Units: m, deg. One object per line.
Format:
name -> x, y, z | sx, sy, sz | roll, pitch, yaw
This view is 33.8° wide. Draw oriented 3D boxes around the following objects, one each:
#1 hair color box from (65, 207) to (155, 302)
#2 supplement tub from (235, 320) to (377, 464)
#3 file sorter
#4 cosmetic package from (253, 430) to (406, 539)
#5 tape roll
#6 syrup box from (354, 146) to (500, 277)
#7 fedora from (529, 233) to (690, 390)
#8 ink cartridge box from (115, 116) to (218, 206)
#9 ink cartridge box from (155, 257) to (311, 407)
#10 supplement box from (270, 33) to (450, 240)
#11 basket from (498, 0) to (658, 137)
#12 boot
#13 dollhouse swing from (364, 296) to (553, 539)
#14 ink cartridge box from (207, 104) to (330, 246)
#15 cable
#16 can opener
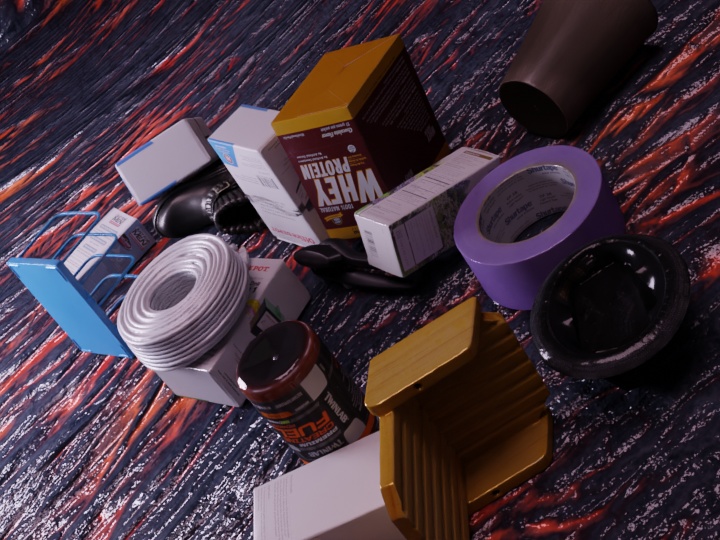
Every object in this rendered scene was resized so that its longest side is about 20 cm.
hair color box -> -0.453, -0.009, 2.021 | 0.200, 0.061, 0.099 | -49, 37, -15
supplement tub -> -0.049, 0.157, 1.354 | 0.106, 0.201, 0.108 | -24, 36, 19
file sorter -> -0.417, 0.019, 1.837 | 0.137, 0.201, 0.123 | 2, 47, 42
cosmetic package -> -0.016, 0.264, 1.305 | 0.198, 0.085, 0.108 | -25, 37, 16
tape roll -> 0.220, -0.055, 1.465 | 0.198, 0.085, 0.202 | -23, 36, 18
syrup box -> 0.098, -0.080, 1.560 | 0.199, 0.080, 0.081 | -33, 31, -25
fedora -> 0.279, 0.057, 1.278 | 0.198, 0.092, 0.202 | -23, 37, 19
ink cartridge box -> -0.322, -0.189, 2.021 | 0.145, 0.085, 0.200 | -33, 7, 4
ink cartridge box -> -0.183, 0.081, 1.661 | 0.143, 0.084, 0.201 | 3, 50, 43
supplement box -> 0.006, -0.186, 1.676 | 0.131, 0.202, 0.198 | -8, 34, 33
basket -> 0.288, -0.297, 1.648 | 0.179, 0.136, 0.201 | 19, 66, 44
boot -> -0.240, -0.093, 1.914 | 0.210, 0.080, 0.158 | -33, 35, 5
dollhouse swing -> 0.115, 0.179, 1.185 | 0.180, 0.201, 0.177 | -31, 34, 7
ink cartridge box -> -0.113, -0.137, 1.749 | 0.084, 0.201, 0.144 | -47, 36, -20
cable -> -0.241, 0.042, 1.620 | 0.198, 0.069, 0.201 | -32, 35, 7
can opener -> 0.000, 0.000, 1.622 | 0.198, 0.064, 0.078 | 14, 31, 37
